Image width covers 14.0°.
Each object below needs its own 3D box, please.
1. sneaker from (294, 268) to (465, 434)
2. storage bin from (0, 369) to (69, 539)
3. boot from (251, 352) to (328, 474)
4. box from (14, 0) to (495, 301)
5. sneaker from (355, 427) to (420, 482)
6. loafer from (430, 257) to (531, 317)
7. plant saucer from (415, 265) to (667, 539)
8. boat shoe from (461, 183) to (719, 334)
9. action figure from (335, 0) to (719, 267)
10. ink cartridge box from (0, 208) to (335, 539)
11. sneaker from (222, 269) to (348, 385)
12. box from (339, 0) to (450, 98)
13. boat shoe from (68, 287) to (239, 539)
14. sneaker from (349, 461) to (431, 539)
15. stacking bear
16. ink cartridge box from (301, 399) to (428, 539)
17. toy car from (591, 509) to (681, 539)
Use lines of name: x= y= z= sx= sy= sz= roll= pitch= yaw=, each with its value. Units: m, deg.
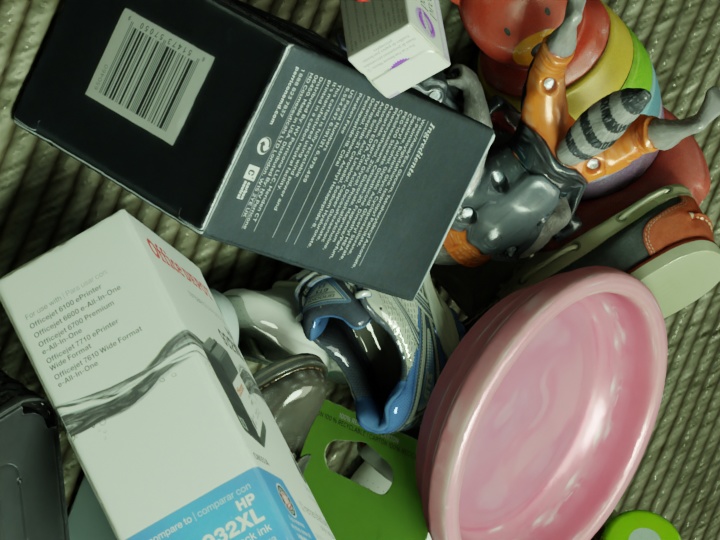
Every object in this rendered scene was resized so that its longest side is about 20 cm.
sneaker: x=0.000 y=0.000 z=1.659 sx=0.085 sy=0.077 sz=0.201 roll=-26 pitch=94 yaw=-49
storage bin: x=-0.230 y=0.148 z=1.527 sx=0.135 sy=0.094 sz=0.201 roll=-32 pitch=136 yaw=-35
boot: x=-0.029 y=0.167 z=1.606 sx=0.069 sy=0.174 sz=0.201 roll=5 pitch=120 yaw=-49
box: x=-0.054 y=-0.076 z=1.544 sx=0.200 sy=0.148 sz=0.108 roll=17 pitch=101 yaw=-54
sneaker: x=0.061 y=0.082 z=1.834 sx=0.082 sy=0.077 sz=0.200 roll=-58 pitch=170 yaw=23
loafer: x=0.052 y=-0.029 z=1.788 sx=0.072 sy=0.063 sz=0.200 roll=-40 pitch=124 yaw=-9
plant saucer: x=0.098 y=0.087 z=1.689 sx=0.200 sy=0.051 sz=0.202 roll=-31 pitch=134 yaw=-39
boat shoe: x=0.122 y=0.017 z=1.766 sx=0.199 sy=0.063 sz=0.071 roll=-29 pitch=144 yaw=8
action figure: x=0.081 y=-0.077 z=1.671 sx=0.199 sy=0.105 sz=0.193 roll=31 pitch=122 yaw=-25
ink cartridge box: x=-0.094 y=0.085 z=1.525 sx=0.083 sy=0.201 sz=0.145 roll=-30 pitch=162 yaw=5
sneaker: x=-0.023 y=0.024 z=1.734 sx=0.200 sy=0.070 sz=0.081 roll=16 pitch=86 yaw=-57
box: x=0.009 y=-0.177 z=1.526 sx=0.041 sy=0.201 sz=0.039 roll=-29 pitch=134 yaw=21
boat shoe: x=-0.101 y=0.097 z=1.680 sx=0.091 sy=0.071 sz=0.201 roll=-2 pitch=122 yaw=-51
sneaker: x=-0.019 y=0.191 z=1.845 sx=0.080 sy=0.076 sz=0.201 roll=33 pitch=85 yaw=-46
stacking bear: x=0.119 y=-0.119 z=1.765 sx=0.121 sy=0.114 sz=0.200 roll=-20 pitch=137 yaw=11
ink cartridge box: x=-0.045 y=0.180 z=1.731 sx=0.075 sy=0.147 sz=0.201 roll=11 pitch=97 yaw=-43
toy car: x=0.087 y=0.219 z=1.917 sx=0.199 sy=0.158 sz=0.165 roll=-29 pitch=157 yaw=-25
